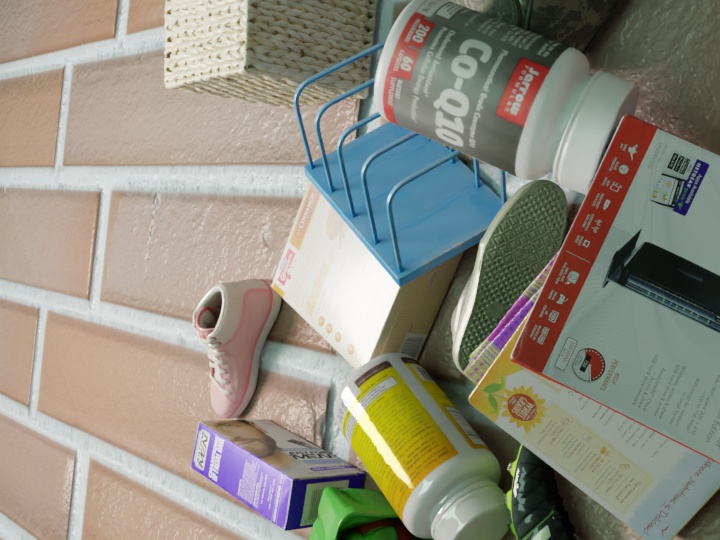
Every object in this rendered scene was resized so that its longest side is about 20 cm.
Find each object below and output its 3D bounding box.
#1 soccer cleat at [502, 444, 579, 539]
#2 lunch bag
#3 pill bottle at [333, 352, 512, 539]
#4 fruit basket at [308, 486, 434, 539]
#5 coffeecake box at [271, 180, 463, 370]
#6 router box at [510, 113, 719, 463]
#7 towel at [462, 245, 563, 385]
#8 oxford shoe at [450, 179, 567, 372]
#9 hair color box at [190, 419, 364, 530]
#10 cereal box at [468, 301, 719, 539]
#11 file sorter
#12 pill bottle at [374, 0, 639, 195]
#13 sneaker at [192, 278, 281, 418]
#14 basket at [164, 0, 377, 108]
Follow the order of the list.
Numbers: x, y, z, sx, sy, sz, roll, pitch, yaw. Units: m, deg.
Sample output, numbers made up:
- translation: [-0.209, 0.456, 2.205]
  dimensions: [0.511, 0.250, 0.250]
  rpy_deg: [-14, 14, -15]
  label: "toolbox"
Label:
- translation: [0.174, 0.251, 0.842]
  dimensions: [0.080, 0.067, 0.203]
  rpy_deg: [-6, 83, 32]
  label: "soccer cleat"
- translation: [0.150, -0.289, 0.876]
  dimensions: [0.201, 0.138, 0.169]
  rpy_deg: [56, 141, 37]
  label: "lunch bag"
- translation: [0.063, 0.183, 0.932]
  dimensions: [0.200, 0.108, 0.110]
  rpy_deg: [50, 122, 39]
  label: "pill bottle"
- translation: [0.008, 0.337, 0.941]
  dimensions: [0.215, 0.154, 0.218]
  rpy_deg: [-31, 54, 56]
  label: "fruit basket"
- translation: [0.000, 0.000, 1.051]
  dimensions: [0.200, 0.073, 0.155]
  rpy_deg: [40, 115, 43]
  label: "coffeecake box"
- translation: [0.232, 0.014, 0.698]
  dimensions: [0.178, 0.049, 0.202]
  rpy_deg: [25, 88, 10]
  label: "router box"
- translation: [0.191, 0.066, 0.801]
  dimensions: [0.143, 0.023, 0.201]
  rpy_deg: [40, 126, 6]
  label: "towel"
- translation: [0.136, 0.005, 0.907]
  dimensions: [0.058, 0.074, 0.202]
  rpy_deg: [-99, 29, -74]
  label: "oxford shoe"
- translation: [-0.101, 0.234, 1.113]
  dimensions: [0.199, 0.108, 0.066]
  rpy_deg: [14, 96, 48]
  label: "hair color box"
- translation: [0.205, 0.110, 0.765]
  dimensions: [0.199, 0.039, 0.145]
  rpy_deg: [37, 117, 10]
  label: "cereal box"
- translation: [0.038, -0.116, 0.940]
  dimensions: [0.200, 0.138, 0.123]
  rpy_deg: [50, 162, 39]
  label: "file sorter"
- translation: [0.121, -0.145, 0.794]
  dimensions: [0.198, 0.114, 0.115]
  rpy_deg: [26, 106, 20]
  label: "pill bottle"
- translation: [-0.180, 0.101, 1.223]
  dimensions: [0.075, 0.104, 0.202]
  rpy_deg: [38, 114, 41]
  label: "sneaker"
- translation: [-0.109, -0.289, 1.115]
  dimensions: [0.197, 0.198, 0.163]
  rpy_deg: [4, 91, 49]
  label: "basket"
